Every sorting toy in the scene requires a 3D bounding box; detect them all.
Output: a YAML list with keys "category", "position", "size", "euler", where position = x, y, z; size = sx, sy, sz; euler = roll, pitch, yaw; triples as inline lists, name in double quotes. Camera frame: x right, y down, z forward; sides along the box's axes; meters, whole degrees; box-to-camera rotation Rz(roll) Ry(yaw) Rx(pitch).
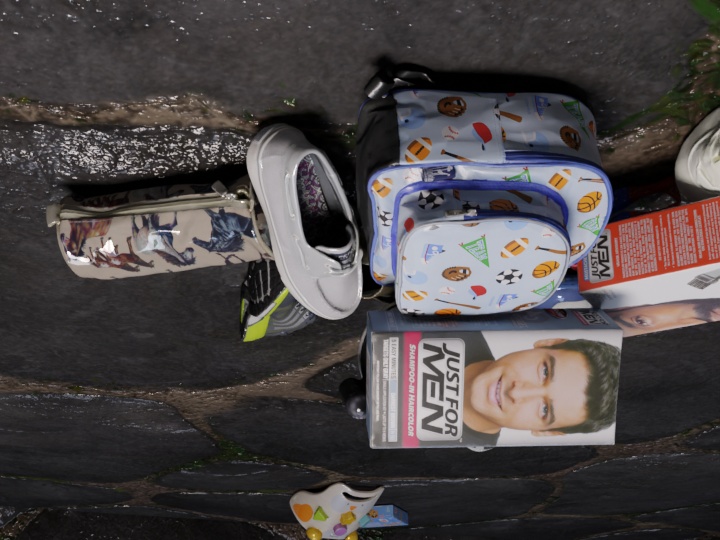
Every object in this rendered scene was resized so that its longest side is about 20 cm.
- category: "sorting toy"
  position: [-0.035, 0.545, 2.178]
  size: [0.199, 0.107, 0.180]
  euler: [12, 134, -27]

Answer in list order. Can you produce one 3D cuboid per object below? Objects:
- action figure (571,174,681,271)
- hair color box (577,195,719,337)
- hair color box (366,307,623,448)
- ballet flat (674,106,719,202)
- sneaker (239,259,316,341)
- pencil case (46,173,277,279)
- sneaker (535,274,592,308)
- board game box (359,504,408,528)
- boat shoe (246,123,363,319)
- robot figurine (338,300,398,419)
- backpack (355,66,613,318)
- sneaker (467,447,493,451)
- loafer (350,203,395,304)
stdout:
- category: "action figure"
  position: [0.195, -0.035, 0.865]
  size: [0.199, 0.066, 0.052]
  euler: [-12, 137, 22]
- category: "hair color box"
  position: [0.291, -0.007, 0.765]
  size: [0.199, 0.064, 0.111]
  euler: [-13, 149, 32]
- category: "hair color box"
  position: [0.105, 0.087, 0.762]
  size: [0.199, 0.100, 0.061]
  euler: [-1, -166, -3]
- category: "ballet flat"
  position: [0.301, -0.101, 0.703]
  size: [0.069, 0.070, 0.200]
  euler: [10, 151, -24]
- category: "sneaker"
  position: [-0.081, 0.024, 0.999]
  size: [0.081, 0.074, 0.200]
  euler: [-1, 165, -15]
- category: "pencil case"
  position: [-0.169, -0.041, 0.823]
  size: [0.199, 0.078, 0.090]
  euler: [-6, 142, 11]
- category: "sneaker"
  position: [0.236, 0.073, 1.083]
  size: [0.075, 0.089, 0.200]
  euler: [-3, 155, 9]
- category: "board game box"
  position: [0.011, 0.651, 2.463]
  size: [0.199, 0.037, 0.151]
  euler: [-7, 156, 16]
- category: "boat shoe"
  position: [-0.030, -0.030, 0.777]
  size: [0.072, 0.068, 0.201]
  euler: [-31, 129, -23]
- category: "robot figurine"
  position: [0.066, 0.090, 0.897]
  size: [0.150, 0.125, 0.200]
  euler: [14, -177, -13]
- category: "backpack"
  position: [0.096, -0.056, 0.723]
  size: [0.190, 0.155, 0.200]
  euler: [-10, 154, -5]
- category: "sneaker"
  position: [0.194, 0.247, 1.506]
  size: [0.090, 0.067, 0.200]
  euler: [-17, 150, 37]
- category: "loafer"
  position: [0.000, 0.000, 0.929]
  size: [0.075, 0.070, 0.200]
  euler: [-13, 154, 26]
